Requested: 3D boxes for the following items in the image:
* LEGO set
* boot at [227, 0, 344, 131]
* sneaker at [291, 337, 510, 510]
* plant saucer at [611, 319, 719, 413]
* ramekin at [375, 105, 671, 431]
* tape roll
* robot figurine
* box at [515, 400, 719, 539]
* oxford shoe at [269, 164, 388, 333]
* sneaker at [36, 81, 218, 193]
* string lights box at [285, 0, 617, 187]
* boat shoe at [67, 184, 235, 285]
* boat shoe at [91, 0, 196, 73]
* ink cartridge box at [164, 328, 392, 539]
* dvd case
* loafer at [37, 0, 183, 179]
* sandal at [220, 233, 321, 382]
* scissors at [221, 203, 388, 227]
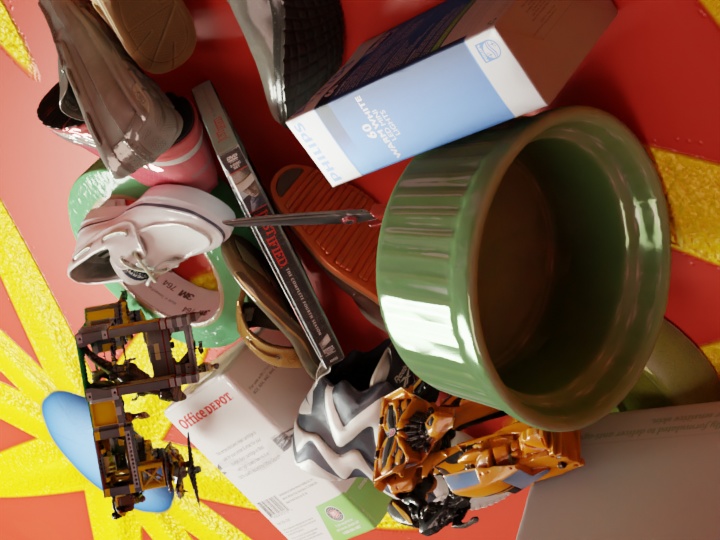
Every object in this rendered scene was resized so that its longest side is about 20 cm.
[{"bbox_3d":[-0.179,0.111,1.219,0.154,0.115,0.201,140,121,-84],"label":"LEGO set"},{"bbox_3d":[-0.086,-0.202,0.951,0.130,0.068,0.201,19,132,34],"label":"boot"},{"bbox_3d":[0.045,0.121,1.149,0.198,0.080,0.130,15,122,9],"label":"sneaker"},{"bbox_3d":[0.181,0.096,1.044,0.199,0.031,0.201,24,142,20],"label":"plant saucer"},{"bbox_3d":[0.102,-0.004,0.875,0.097,0.200,0.201,6,133,47],"label":"ramekin"},{"bbox_3d":[-0.169,-0.021,1.220,0.200,0.048,0.201,23,141,21],"label":"tape roll"},{"bbox_3d":[0.081,0.115,1.020,0.058,0.146,0.199,29,143,-33],"label":"robot figurine"},{"bbox_3d":[0.228,0.220,0.953,0.198,0.201,0.171,-11,133,38],"label":"box"},{"bbox_3d":[0.000,0.000,1.074,0.200,0.071,0.073,44,150,-5],"label":"oxford shoe"},{"bbox_3d":[-0.190,-0.104,1.114,0.200,0.074,0.087,25,155,41],"label":"sneaker"},{"bbox_3d":[0.053,-0.127,0.862,0.199,0.103,0.059,-17,117,50],"label":"string lights box"},{"bbox_3d":[-0.173,-0.017,1.117,0.073,0.067,0.199,34,155,-28],"label":"boat shoe"},{"bbox_3d":[-0.185,-0.237,0.985,0.069,0.073,0.201,39,154,53],"label":"boat shoe"},{"bbox_3d":[-0.068,0.160,1.287,0.200,0.084,0.145,46,144,-7],"label":"ink cartridge box"},{"bbox_3d":[-0.073,-0.037,1.065,0.201,0.022,0.146,64,179,-29],"label":"dvd case"},{"bbox_3d":[-0.205,-0.148,1.038,0.070,0.070,0.200,36,-166,-50],"label":"loafer"},{"bbox_3d":[-0.072,0.051,1.156,0.081,0.054,0.200,61,-179,43],"label":"sandal"},{"bbox_3d":[0.005,-0.043,0.973,0.199,0.014,0.073,4,160,-16],"label":"scissors"}]
